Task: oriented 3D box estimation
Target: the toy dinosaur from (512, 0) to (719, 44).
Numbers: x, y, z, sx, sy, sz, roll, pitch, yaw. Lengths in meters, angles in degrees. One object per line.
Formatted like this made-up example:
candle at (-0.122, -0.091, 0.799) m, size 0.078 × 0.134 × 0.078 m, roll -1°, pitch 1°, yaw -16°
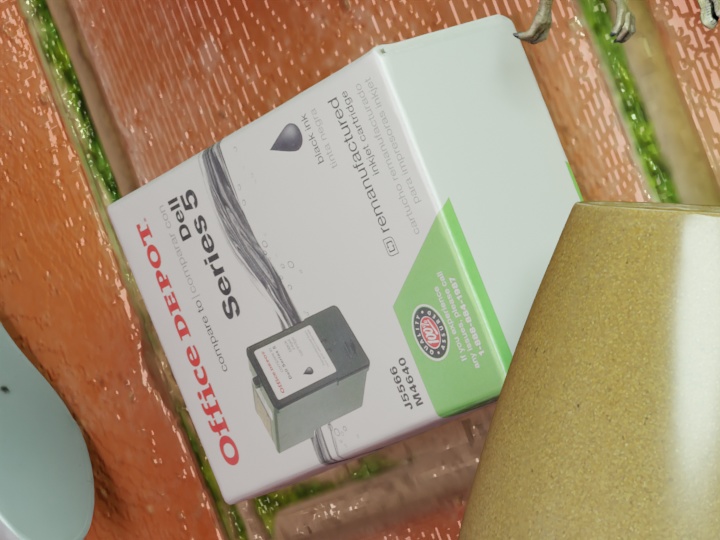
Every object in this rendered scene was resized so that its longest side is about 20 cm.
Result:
toy dinosaur at (0.072, -0.158, 1.110) m, size 0.200 × 0.058 × 0.101 m, roll 50°, pitch 119°, yaw 11°

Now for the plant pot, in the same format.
plant pot at (0.118, 0.077, 1.058) m, size 0.186 × 0.186 × 0.202 m, roll 6°, pitch 95°, yaw 45°

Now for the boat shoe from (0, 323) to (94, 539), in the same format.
boat shoe at (-0.205, 0.080, 1.468) m, size 0.201 × 0.070 × 0.091 m, roll 59°, pitch 138°, yaw 23°

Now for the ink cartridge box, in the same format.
ink cartridge box at (0.000, 0.000, 1.205) m, size 0.200 × 0.084 × 0.146 m, roll -27°, pitch 84°, yaw 48°
